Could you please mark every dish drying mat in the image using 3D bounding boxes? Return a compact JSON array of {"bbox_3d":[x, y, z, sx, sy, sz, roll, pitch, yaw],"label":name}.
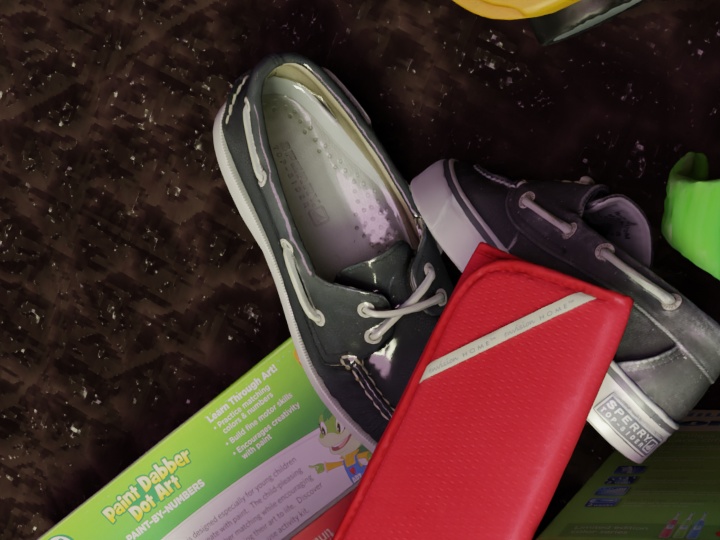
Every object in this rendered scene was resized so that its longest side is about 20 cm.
[{"bbox_3d":[0.025,0.089,0.657,0.077,0.018,0.200,23,84,40],"label":"dish drying mat"}]

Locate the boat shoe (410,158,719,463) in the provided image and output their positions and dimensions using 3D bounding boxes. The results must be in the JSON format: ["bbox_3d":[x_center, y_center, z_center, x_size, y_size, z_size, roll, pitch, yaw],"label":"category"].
[{"bbox_3d":[0.082,-0.004,0.735,0.068,0.200,0.072,-44,120,6],"label":"boat shoe"}]

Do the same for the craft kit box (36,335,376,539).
[{"bbox_3d":[-0.030,0.155,0.866,0.200,0.049,0.198,-38,87,23],"label":"craft kit box"}]

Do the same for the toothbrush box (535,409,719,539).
[{"bbox_3d":[0.160,0.115,0.697,0.146,0.200,0.086,-1,101,21],"label":"toothbrush box"}]

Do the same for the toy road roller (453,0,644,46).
[{"bbox_3d":[0.105,-0.166,0.697,0.200,0.146,0.123,-25,90,23],"label":"toy road roller"}]

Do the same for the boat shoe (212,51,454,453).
[{"bbox_3d":[0.000,0.000,0.798,0.076,0.060,0.200,-32,85,-21],"label":"boat shoe"}]

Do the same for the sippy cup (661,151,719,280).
[{"bbox_3d":[0.213,-0.011,0.692,0.178,0.130,0.140,45,111,8],"label":"sippy cup"}]

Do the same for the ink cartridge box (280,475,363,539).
[{"bbox_3d":[0.020,0.196,0.753,0.200,0.083,0.147,51,146,7],"label":"ink cartridge box"}]
